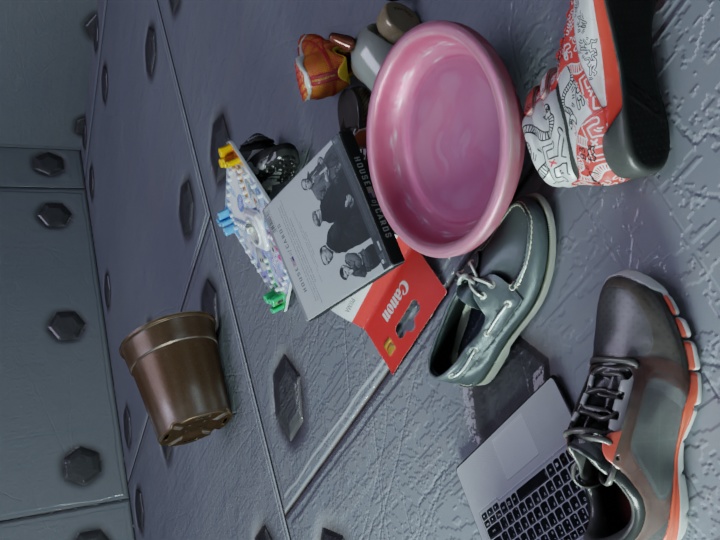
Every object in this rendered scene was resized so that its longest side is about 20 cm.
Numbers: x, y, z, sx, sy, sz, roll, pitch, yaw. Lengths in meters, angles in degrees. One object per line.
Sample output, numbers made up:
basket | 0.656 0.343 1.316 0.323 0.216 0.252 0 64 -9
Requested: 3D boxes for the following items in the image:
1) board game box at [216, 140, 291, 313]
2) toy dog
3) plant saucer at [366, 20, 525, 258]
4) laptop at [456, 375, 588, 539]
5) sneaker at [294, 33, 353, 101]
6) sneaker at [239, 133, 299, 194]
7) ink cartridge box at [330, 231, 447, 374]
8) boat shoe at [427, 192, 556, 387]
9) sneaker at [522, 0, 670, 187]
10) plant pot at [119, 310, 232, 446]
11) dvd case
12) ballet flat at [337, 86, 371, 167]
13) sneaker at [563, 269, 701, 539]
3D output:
board game box | -0.162 -0.058 1.131 0.202 0.025 0.201 56 155 20
toy dog | 0.024 -0.195 0.795 0.202 0.094 0.134 61 142 41
plant saucer | 0.078 -0.116 0.673 0.199 0.050 0.207 21 115 53
laptop | 0.117 0.228 0.625 0.189 0.113 0.204 -58 43 45
sneaker | -0.041 -0.255 0.942 0.201 0.075 0.075 -100 -1 -61
sneaker | -0.151 -0.172 1.148 0.199 0.065 0.093 -24 73 63
ink cartridge box | 0.000 0.000 0.864 0.202 0.049 0.162 58 142 27
boat shoe | 0.114 0.024 0.672 0.073 0.060 0.204 58 139 46
sneaker | 0.164 -0.165 0.559 0.107 0.066 0.208 -7 88 60
plant pot | -0.347 0.218 1.454 0.201 0.196 0.202 -52 55 50
dvd case | -0.038 -0.042 0.845 0.199 0.024 0.154 -33 77 54
ballet flat | 0.005 -0.116 0.901 0.067 0.046 0.206 5 102 51
sneaker | 0.183 0.103 0.523 0.077 0.080 0.206 -8 85 62
